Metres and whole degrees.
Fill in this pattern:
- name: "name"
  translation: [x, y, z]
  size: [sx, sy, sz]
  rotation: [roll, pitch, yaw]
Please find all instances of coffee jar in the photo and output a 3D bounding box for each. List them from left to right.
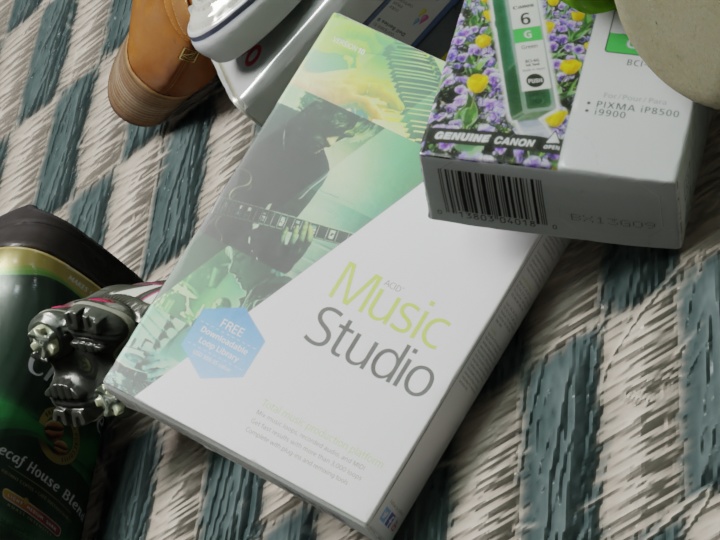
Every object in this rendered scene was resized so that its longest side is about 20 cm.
- name: "coffee jar"
  translation: [-0.173, 0.069, 1.401]
  size: [0.085, 0.104, 0.200]
  rotation: [-23, 40, 39]

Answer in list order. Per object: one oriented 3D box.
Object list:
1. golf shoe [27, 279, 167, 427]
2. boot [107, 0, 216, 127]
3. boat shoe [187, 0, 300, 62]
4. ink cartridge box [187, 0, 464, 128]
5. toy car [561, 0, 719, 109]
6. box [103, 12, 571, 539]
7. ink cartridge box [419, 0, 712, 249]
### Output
- name: "golf shoe"
  translation: [-0.064, 0.031, 1.306]
  size: [0.200, 0.077, 0.088]
  rotation: [5, 25, 39]
- name: "boot"
  translation: [-0.089, -0.193, 1.564]
  size: [0.155, 0.077, 0.200]
  rotation: [-44, 28, 56]
- name: "boat shoe"
  translation: [-0.035, -0.196, 1.347]
  size: [0.200, 0.070, 0.071]
  rotation: [-56, 27, -7]
- name: "ink cartridge box"
  translation: [0.017, -0.158, 1.392]
  size: [0.200, 0.087, 0.145]
  rotation: [-45, 28, 11]
- name: "toy car"
  translation: [0.187, -0.169, 1.099]
  size: [0.200, 0.158, 0.164]
  rotation: [-35, 49, -24]
- name: "box"
  translation: [0.000, 0.000, 1.207]
  size: [0.144, 0.036, 0.200]
  rotation: [26, 76, 24]
- name: "ink cartridge box"
  translation: [0.101, -0.106, 1.185]
  size: [0.109, 0.050, 0.200]
  rotation: [7, 56, 14]
